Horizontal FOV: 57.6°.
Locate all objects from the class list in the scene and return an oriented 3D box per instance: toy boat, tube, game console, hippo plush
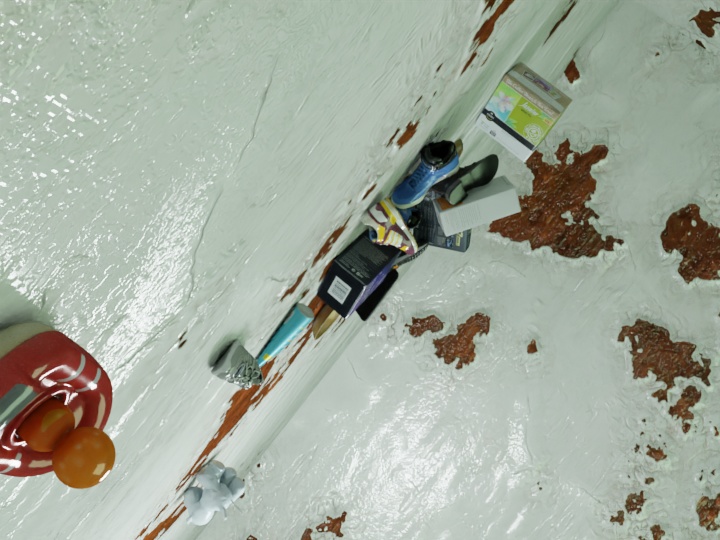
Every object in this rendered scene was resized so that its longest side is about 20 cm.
[{"bbox_3d":[-0.270,0.138,0.575,0.131,0.130,0.200,-48,172,-18],"label":"toy boat"},{"bbox_3d":[-0.188,0.164,1.553,0.200,0.050,0.077,-49,166,19],"label":"tube"},{"bbox_3d":[0.050,0.036,2.094,0.201,0.116,0.176,-54,172,21],"label":"game console"},{"bbox_3d":[-0.454,0.708,2.025,0.161,0.201,0.159,-45,153,18],"label":"hippo plush"}]

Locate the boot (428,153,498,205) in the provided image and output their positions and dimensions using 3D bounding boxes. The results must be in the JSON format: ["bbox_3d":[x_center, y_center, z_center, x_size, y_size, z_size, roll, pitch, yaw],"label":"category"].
[{"bbox_3d":[0.235,-0.256,1.682,0.199,0.174,0.070,-36,130,-15],"label":"boot"}]

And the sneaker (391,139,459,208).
[{"bbox_3d":[0.151,-0.239,1.579,0.199,0.077,0.111,-33,151,-4],"label":"sneaker"}]

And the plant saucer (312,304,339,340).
[{"bbox_3d":[-0.087,0.121,1.974,0.201,0.035,0.200,-51,172,-9],"label":"plant saucer"}]

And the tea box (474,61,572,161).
[{"bbox_3d":[0.491,-0.480,1.987,0.134,0.199,0.197,-43,168,-43],"label":"tea box"}]

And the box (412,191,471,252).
[{"bbox_3d":[0.227,-0.160,1.787,0.051,0.156,0.202,-44,140,-53],"label":"box"}]

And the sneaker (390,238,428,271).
[{"bbox_3d":[0.088,-0.054,1.807,0.199,0.091,0.070,-28,170,2],"label":"sneaker"}]

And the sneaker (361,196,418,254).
[{"bbox_3d":[0.068,-0.091,1.565,0.090,0.075,0.200,-32,137,4],"label":"sneaker"}]

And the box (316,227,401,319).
[{"bbox_3d":[0.000,0.000,1.662,0.200,0.104,0.148,-44,169,-43],"label":"box"}]

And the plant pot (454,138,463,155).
[{"bbox_3d":[0.258,-0.316,2.023,0.200,0.027,0.200,-51,172,-10],"label":"plant pot"}]

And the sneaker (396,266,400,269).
[{"bbox_3d":[0.083,-0.008,2.252,0.085,0.077,0.201,-34,161,-50],"label":"sneaker"}]

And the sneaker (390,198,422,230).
[{"bbox_3d":[0.113,-0.137,1.703,0.079,0.089,0.200,-64,173,11],"label":"sneaker"}]

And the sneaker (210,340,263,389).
[{"bbox_3d":[-0.226,0.189,1.272,0.075,0.082,0.200,-51,173,-2],"label":"sneaker"}]

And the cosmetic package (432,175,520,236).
[{"bbox_3d":[0.294,-0.166,1.669,0.198,0.072,0.102,-18,-154,2],"label":"cosmetic package"}]
